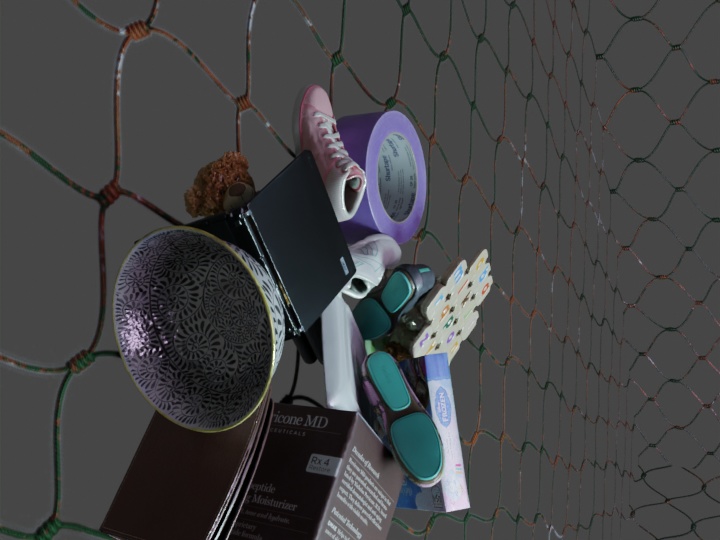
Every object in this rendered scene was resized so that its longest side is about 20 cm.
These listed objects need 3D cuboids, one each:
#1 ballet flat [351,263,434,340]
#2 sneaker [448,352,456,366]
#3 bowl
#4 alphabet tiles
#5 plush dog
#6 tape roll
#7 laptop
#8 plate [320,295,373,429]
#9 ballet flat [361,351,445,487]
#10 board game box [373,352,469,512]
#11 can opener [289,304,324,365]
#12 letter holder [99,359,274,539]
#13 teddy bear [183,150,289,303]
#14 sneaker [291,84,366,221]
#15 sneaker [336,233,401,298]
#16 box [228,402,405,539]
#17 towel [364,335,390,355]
[{"bbox_3d":[0.050,0.046,1.076,0.072,0.200,0.074,12,58,-20],"label":"ballet flat"},{"bbox_3d":[0.144,0.172,1.351,0.201,0.076,0.089,-56,144,-40],"label":"sneaker"},{"bbox_3d":[-0.144,0.049,0.733,0.094,0.198,0.204,-24,111,-60],"label":"bowl"},{"bbox_3d":[0.138,0.065,1.099,0.196,0.014,0.201,-52,150,-16],"label":"alphabet tiles"},{"bbox_3d":[0.104,0.094,1.197,0.199,0.158,0.175,10,88,-60],"label":"plush dog"},{"bbox_3d":[0.023,-0.141,1.123,0.199,0.084,0.204,2,88,-60],"label":"tape roll"},{"bbox_3d":[-0.121,-0.013,0.831,0.104,0.197,0.179,-95,166,-58],"label":"laptop"},{"bbox_3d":[-0.015,0.141,1.011,0.201,0.032,0.202,70,12,-51],"label":"plate"},{"bbox_3d":[0.053,0.199,0.947,0.068,0.201,0.072,-15,142,-18],"label":"ballet flat"},{"bbox_3d":[0.070,0.231,1.028,0.043,0.200,0.202,-2,77,-27],"label":"board game box"},{"bbox_3d":[-0.081,0.043,0.978,0.067,0.052,0.202,-56,136,-44],"label":"can opener"},{"bbox_3d":[-0.153,0.205,0.771,0.101,0.140,0.202,53,46,-45],"label":"letter holder"},{"bbox_3d":[-0.117,-0.041,0.857,0.067,0.143,0.202,-130,-158,-64],"label":"teddy bear"},{"bbox_3d":[-0.038,-0.160,1.002,0.075,0.103,0.204,10,81,-57],"label":"sneaker"},{"bbox_3d":[0.000,0.000,1.014,0.199,0.071,0.081,-11,57,-53],"label":"sneaker"},{"bbox_3d":[-0.069,0.293,0.892,0.165,0.164,0.202,56,44,-43],"label":"box"},{"bbox_3d":[0.024,0.204,1.190,0.149,0.030,0.203,26,65,-59],"label":"towel"}]
